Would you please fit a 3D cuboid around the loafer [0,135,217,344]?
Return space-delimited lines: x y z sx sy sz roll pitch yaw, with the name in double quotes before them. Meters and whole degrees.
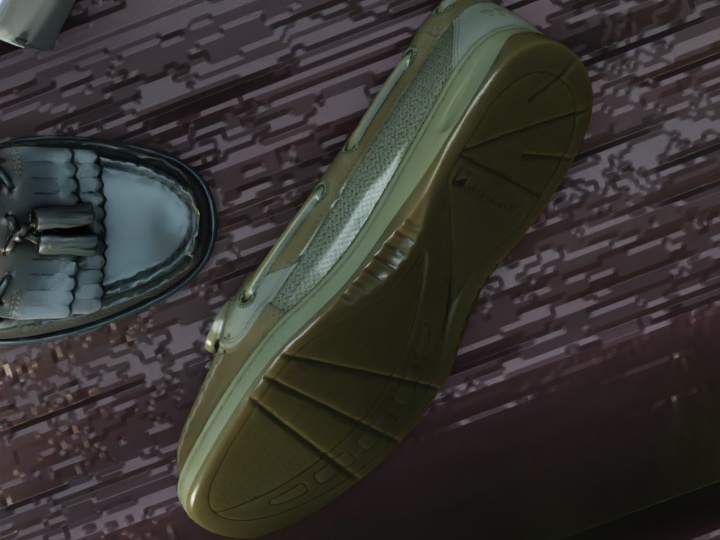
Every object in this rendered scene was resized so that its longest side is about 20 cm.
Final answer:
"loafer" -0.150 -0.008 0.834 0.198 0.063 0.073 -3 92 3

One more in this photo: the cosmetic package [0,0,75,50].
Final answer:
"cosmetic package" -0.100 -0.178 0.805 0.081 0.113 0.201 29 91 2

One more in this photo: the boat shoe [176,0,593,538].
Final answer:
"boat shoe" -0.001 -0.002 0.832 0.073 0.063 0.201 26 99 -43
